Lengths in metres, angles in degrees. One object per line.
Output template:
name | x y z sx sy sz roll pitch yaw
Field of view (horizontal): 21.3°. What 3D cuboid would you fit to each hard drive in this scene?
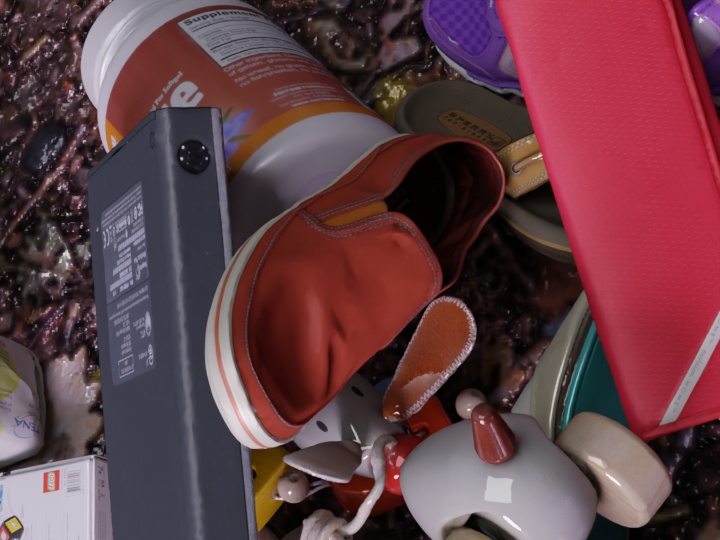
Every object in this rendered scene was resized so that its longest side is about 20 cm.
hard drive | -0.085 0.043 0.835 0.139 0.033 0.201 156 110 -67

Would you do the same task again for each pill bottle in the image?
pill bottle | -0.063 -0.067 0.951 0.112 0.112 0.200 -53 44 8

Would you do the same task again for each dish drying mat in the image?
dish drying mat | 0.121 -0.034 0.803 0.076 0.018 0.201 -17 85 2

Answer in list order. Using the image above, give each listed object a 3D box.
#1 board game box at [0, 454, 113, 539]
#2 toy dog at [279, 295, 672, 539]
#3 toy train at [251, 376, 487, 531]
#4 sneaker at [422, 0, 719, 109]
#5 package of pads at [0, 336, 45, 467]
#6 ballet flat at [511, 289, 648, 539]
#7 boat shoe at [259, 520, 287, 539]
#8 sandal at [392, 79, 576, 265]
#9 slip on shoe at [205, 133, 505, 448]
board game box | -0.179 0.206 0.996 0.126 0.035 0.201 -13 68 28
toy dog | 0.025 0.071 0.783 0.199 0.097 0.132 0 44 36
toy train | -0.030 0.067 0.937 0.150 0.056 0.200 -28 47 -7
sneaker | 0.108 -0.125 0.882 0.199 0.088 0.081 10 82 36
package of pads | -0.280 0.066 1.004 0.154 0.200 0.069 -21 63 26
ballet flat | 0.089 0.092 0.844 0.069 0.069 0.201 2 76 33
boat shoe | -0.049 0.185 0.897 0.075 0.068 0.200 -41 57 15
sandal | 0.090 -0.054 0.873 0.200 0.080 0.054 31 137 39
slip on shoe | 0.000 0.000 0.796 0.061 0.074 0.200 -12 24 40
